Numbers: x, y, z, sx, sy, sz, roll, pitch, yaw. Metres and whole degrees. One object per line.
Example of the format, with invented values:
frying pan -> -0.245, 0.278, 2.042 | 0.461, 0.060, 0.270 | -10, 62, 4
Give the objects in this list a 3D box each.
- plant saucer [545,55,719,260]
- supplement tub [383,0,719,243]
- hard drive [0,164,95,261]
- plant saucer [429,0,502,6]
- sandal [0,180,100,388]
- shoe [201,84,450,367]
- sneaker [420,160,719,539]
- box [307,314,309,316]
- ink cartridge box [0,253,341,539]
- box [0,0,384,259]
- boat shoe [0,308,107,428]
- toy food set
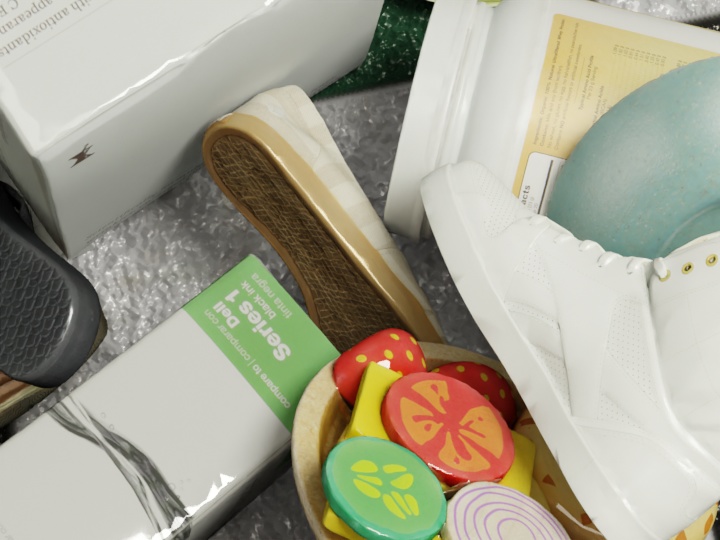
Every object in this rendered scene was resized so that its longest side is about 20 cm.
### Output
plant saucer -> 0.178, 0.002, 0.766 | 0.199, 0.039, 0.203 | 6, 124, 9
supplement tub -> 0.121, -0.055, 0.853 | 0.198, 0.145, 0.146 | 14, 83, 3
hard drive -> -0.240, -0.078, 0.925 | 0.131, 0.026, 0.202 | -24, 84, -2
plant saucer -> 0.063, -0.236, 0.934 | 0.198, 0.031, 0.202 | 0, 84, 1
sandal -> -0.186, -0.010, 0.852 | 0.076, 0.043, 0.200 | -51, 54, 13
shoe -> 0.000, 0.000, 0.840 | 0.201, 0.070, 0.053 | 57, 43, -12
sneaker -> 0.111, 0.008, 0.727 | 0.115, 0.073, 0.201 | -40, 59, 17
box -> 0.035, 0.080, 0.891 | 0.199, 0.041, 0.039 | 29, 85, 4
ink cartridge box -> -0.112, 0.102, 0.805 | 0.200, 0.146, 0.084 | -38, 82, -28
box -> -0.101, -0.129, 0.828 | 0.198, 0.200, 0.131 | -34, 83, -12
boat shoe -> -0.227, 0.051, 0.873 | 0.199, 0.076, 0.074 | -25, 110, -2
toy food set -> 0.063, 0.099, 0.735 | 0.199, 0.199, 0.049 | 27, 124, -7
